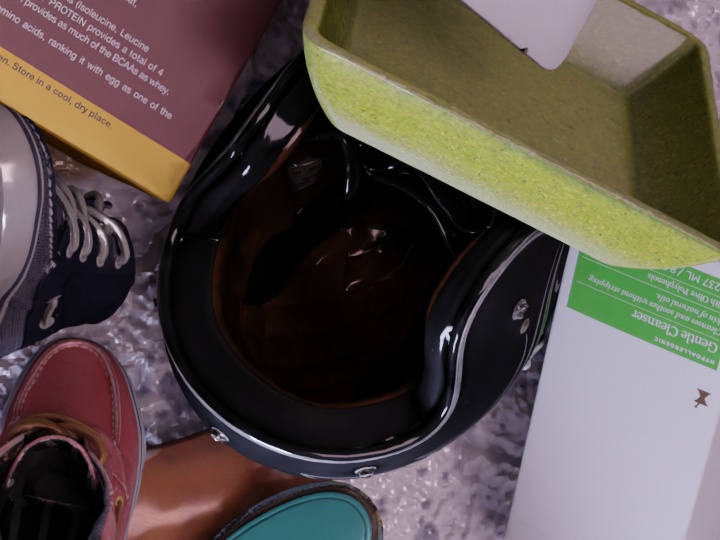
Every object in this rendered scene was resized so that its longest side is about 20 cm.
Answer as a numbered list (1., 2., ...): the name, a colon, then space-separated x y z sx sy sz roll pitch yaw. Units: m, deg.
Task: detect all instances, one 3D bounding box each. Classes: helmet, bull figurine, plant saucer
1. helmet: 0.000 0.000 0.822 0.198 0.201 0.191 12 127 -27
2. bull figurine: -0.099 0.131 0.871 0.198 0.065 0.122 -15 113 -17
3. plant saucer: 0.064 -0.085 0.764 0.199 0.200 0.048 26 122 -11

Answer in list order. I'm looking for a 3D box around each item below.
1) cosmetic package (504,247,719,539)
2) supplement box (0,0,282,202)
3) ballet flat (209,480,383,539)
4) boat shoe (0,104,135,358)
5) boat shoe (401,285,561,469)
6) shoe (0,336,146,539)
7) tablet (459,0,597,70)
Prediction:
1. cosmetic package: 0.157 0.067 0.922 0.085 0.107 0.202 -20 125 -52
2. supplement box: -0.133 -0.171 0.757 0.196 0.133 0.201 31 86 -27
3. ballet flat: -0.067 0.177 0.835 0.200 0.074 0.074 -41 115 0
4. boat shoe: -0.141 -0.021 0.764 0.092 0.200 0.075 -19 75 -27
5. boat shoe: 0.068 0.021 0.926 0.070 0.071 0.202 36 83 -27
6. shoe: -0.132 0.090 0.771 0.071 0.201 0.091 7 137 -7
7. tablet: 0.091 -0.194 0.690 0.130 0.014 0.201 31 90 -41
